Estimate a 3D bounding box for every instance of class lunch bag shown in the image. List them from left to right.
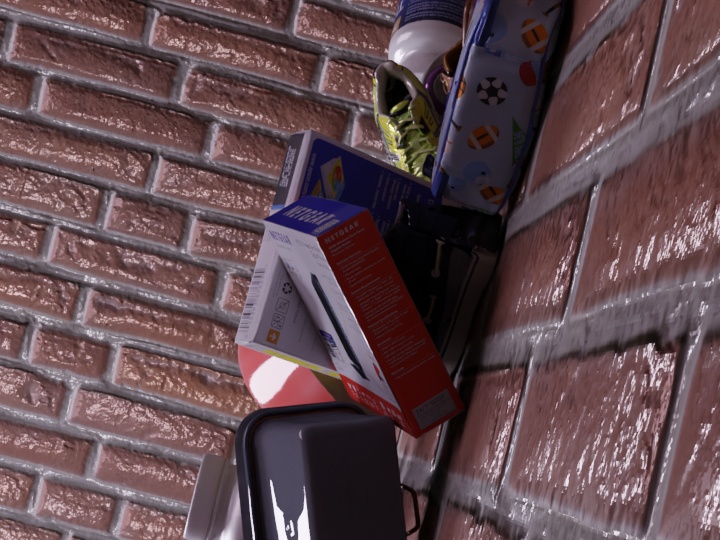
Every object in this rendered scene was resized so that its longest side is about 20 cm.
[{"bbox_3d":[0.109,-0.154,1.330,0.161,0.075,0.202,-76,2,-55],"label":"lunch bag"}]

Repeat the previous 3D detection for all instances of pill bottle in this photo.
[{"bbox_3d":[-0.068,0.245,1.624,0.112,0.198,0.114,-166,90,-88],"label":"pill bottle"},{"bbox_3d":[0.092,-0.274,1.917,0.111,0.110,0.202,108,176,-55],"label":"pill bottle"}]

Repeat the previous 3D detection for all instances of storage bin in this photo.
[{"bbox_3d":[-0.012,0.205,1.355,0.134,0.144,0.203,156,109,-70],"label":"storage bin"}]

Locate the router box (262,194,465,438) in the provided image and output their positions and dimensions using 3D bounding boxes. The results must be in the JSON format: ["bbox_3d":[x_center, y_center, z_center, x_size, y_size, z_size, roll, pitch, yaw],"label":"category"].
[{"bbox_3d":[-0.001,0.032,1.361,0.181,0.049,0.200,64,169,-11],"label":"router box"}]

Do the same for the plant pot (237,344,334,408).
[{"bbox_3d":[-0.024,0.072,1.892,0.177,0.198,0.202,130,157,-59],"label":"plant pot"}]

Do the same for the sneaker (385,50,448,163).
[{"bbox_3d":[0.068,-0.148,1.736,0.201,0.074,0.099,-63,14,-21],"label":"sneaker"}]

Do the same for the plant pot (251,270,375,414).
[{"bbox_3d":[0.006,0.040,1.619,0.134,0.201,0.200,-38,7,5],"label":"plant pot"}]

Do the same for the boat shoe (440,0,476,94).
[{"bbox_3d":[0.110,-0.192,1.564,0.201,0.067,0.073,108,176,-59],"label":"boat shoe"}]

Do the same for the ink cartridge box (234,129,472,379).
[{"bbox_3d":[0.000,0.000,1.507,0.047,0.199,0.200,-3,69,55],"label":"ink cartridge box"}]

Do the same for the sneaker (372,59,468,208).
[{"bbox_3d":[0.051,-0.120,1.619,0.076,0.075,0.201,47,-165,-54],"label":"sneaker"}]

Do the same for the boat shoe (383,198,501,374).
[{"bbox_3d":[0.053,0.016,1.399,0.201,0.092,0.075,107,177,-45],"label":"boat shoe"}]
